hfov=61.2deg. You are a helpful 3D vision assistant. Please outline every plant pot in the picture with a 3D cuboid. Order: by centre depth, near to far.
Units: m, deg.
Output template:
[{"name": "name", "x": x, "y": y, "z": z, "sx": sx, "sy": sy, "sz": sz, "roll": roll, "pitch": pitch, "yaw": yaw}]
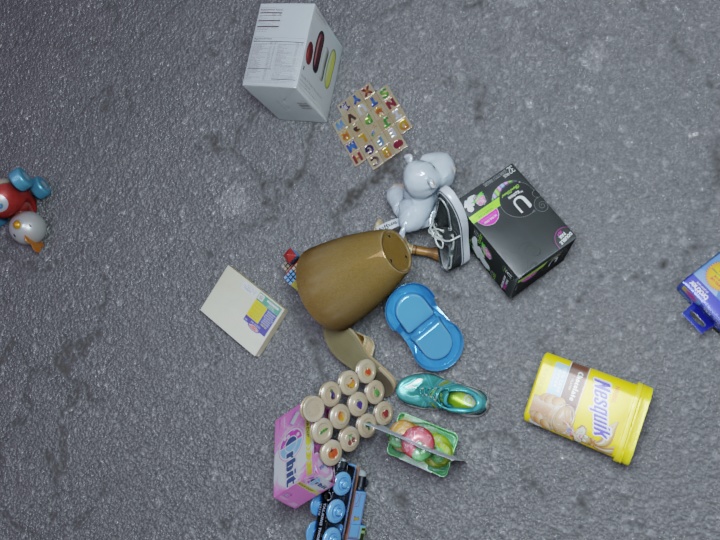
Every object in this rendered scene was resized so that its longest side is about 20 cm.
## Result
[{"name": "plant pot", "x": 0.000, "y": 0.000, "z": 1.228, "sx": 0.199, "sy": 0.185, "sz": 0.189, "roll": -29, "pitch": 69, "yaw": 38}]

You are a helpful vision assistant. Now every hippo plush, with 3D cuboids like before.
[{"name": "hippo plush", "x": 0.115, "y": -0.176, "z": 1.272, "sx": 0.198, "sy": 0.162, "sz": 0.159, "roll": -26, "pitch": 52, "yaw": -23}]

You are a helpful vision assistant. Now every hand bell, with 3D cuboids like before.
[{"name": "hand bell", "x": 0.125, "y": -0.043, "z": 1.332, "sx": 0.197, "sy": 0.104, "sz": 0.106, "roll": 12, "pitch": 83, "yaw": 8}]

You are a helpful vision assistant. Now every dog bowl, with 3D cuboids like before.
[{"name": "dog bowl", "x": 0.128, "y": 0.113, "z": 1.259, "sx": 0.111, "sy": 0.050, "sz": 0.201, "roll": -38, "pitch": 101, "yaw": 0}]

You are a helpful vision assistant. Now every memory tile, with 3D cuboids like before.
[{"name": "memory tile", "x": -0.023, "y": 0.285, "z": 1.241, "sx": 0.017, "sy": 0.199, "sz": 0.155, "roll": -8, "pitch": 107, "yaw": 54}]

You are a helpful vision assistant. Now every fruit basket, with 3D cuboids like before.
[{"name": "fruit basket", "x": 0.109, "y": 0.343, "z": 1.186, "sx": 0.183, "sy": 0.200, "sz": 0.095, "roll": 17, "pitch": 84, "yaw": 21}]

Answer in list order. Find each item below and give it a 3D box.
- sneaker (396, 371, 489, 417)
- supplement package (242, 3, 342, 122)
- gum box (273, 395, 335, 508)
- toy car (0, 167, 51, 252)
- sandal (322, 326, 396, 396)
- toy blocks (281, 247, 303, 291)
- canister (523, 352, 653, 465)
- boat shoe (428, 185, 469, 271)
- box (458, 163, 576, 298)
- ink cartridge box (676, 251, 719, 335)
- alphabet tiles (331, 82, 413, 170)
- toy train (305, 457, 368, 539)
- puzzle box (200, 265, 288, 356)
[{"name": "sneaker", "x": 0.165, "y": 0.252, "z": 1.249, "sx": 0.197, "sy": 0.080, "sz": 0.079, "roll": 5, "pitch": 81, "yaw": 21}, {"name": "supplement package", "x": -0.155, "y": -0.488, "z": 1.449, "sx": 0.145, "sy": 0.191, "sz": 0.203, "roll": 9, "pitch": 83, "yaw": 20}, {"name": "gum box", "x": -0.120, "y": 0.374, "z": 1.279, "sx": 0.113, "sy": 0.066, "sz": 0.201, "roll": -36, "pitch": 34, "yaw": 20}, {"name": "toy car", "x": -0.947, "y": -0.143, "z": 1.694, "sx": 0.183, "sy": 0.177, "sz": 0.202, "roll": -33, "pitch": 83, "yaw": -1}, {"name": "sandal", "x": 0.004, "y": 0.179, "z": 1.335, "sx": 0.212, "sy": 0.070, "sz": 0.078, "roll": 47, "pitch": 120, "yaw": 1}, {"name": "toy blocks", "x": -0.115, "y": 0.023, "z": 1.364, "sx": 0.100, "sy": 0.137, "sz": 0.200, "roll": -46, "pitch": 68, "yaw": 6}, {"name": "canister", "x": 0.425, "y": 0.255, "z": 1.151, "sx": 0.198, "sy": 0.086, "sz": 0.151, "roll": 19, "pitch": 86, "yaw": 24}, {"name": "boat shoe", "x": 0.172, "y": -0.078, "z": 1.225, "sx": 0.067, "sy": 0.201, "sz": 0.074, "roll": -29, "pitch": 51, "yaw": -11}, {"name": "box", "x": 0.302, "y": -0.078, "z": 1.223, "sx": 0.147, "sy": 0.125, "sz": 0.201, "roll": -33, "pitch": 70, "yaw": -7}, {"name": "ink cartridge box", "x": 0.681, "y": 0.035, "z": 1.107, "sx": 0.200, "sy": 0.076, "sz": 0.137, "roll": -41, "pitch": 69, "yaw": 10}, {"name": "alphabet tiles", "x": 0.026, "y": -0.346, "z": 1.455, "sx": 0.165, "sy": 0.006, "sz": 0.202, "roll": -32, "pitch": 71, "yaw": 11}, {"name": "toy train", "x": -0.041, "y": 0.493, "z": 1.258, "sx": 0.086, "sy": 0.113, "sz": 0.203, "roll": -6, "pitch": 68, "yaw": 49}, {"name": "puzzle box", "x": -0.282, "y": 0.097, "z": 1.470, "sx": 0.199, "sy": 0.025, "sz": 0.134, "roll": 35, "pitch": 92, "yaw": 22}]
